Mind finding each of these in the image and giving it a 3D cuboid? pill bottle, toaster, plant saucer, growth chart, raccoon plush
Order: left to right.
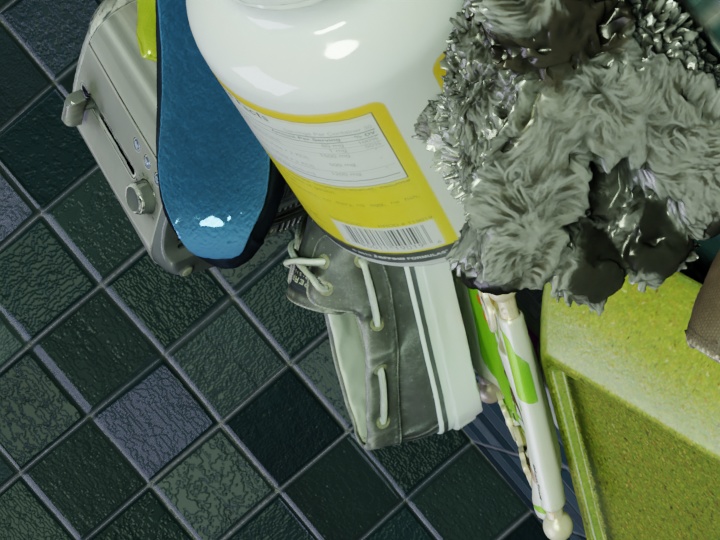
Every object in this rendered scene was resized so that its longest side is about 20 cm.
[{"bbox_3d":[-0.058,-0.094,1.110,0.129,0.199,0.114,52,145,22],"label":"toaster"},{"bbox_3d":[0.001,-0.091,0.786,0.112,0.112,0.200,47,175,31],"label":"pill bottle"},{"bbox_3d":[0.063,0.038,0.927,0.200,0.018,0.146,-111,6,-71],"label":"growth chart"},{"bbox_3d":[0.060,-0.085,0.661,0.134,0.096,0.201,-113,18,-56],"label":"raccoon plush"},{"bbox_3d":[0.146,0.100,0.834,0.199,0.048,0.201,31,147,48],"label":"plant saucer"}]

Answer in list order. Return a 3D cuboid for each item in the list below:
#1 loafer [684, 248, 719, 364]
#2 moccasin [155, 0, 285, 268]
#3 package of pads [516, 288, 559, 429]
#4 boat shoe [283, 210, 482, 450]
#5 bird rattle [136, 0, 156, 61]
[{"bbox_3d":[0.160,0.056,0.664,0.200,0.071,0.073,50,176,-27],"label":"loafer"},{"bbox_3d":[-0.058,-0.099,0.909,0.080,0.201,0.068,9,165,7],"label":"moccasin"},{"bbox_3d":[0.140,0.068,1.021,0.155,0.068,0.200,49,176,19],"label":"package of pads"},{"bbox_3d":[0.000,0.000,0.968,0.072,0.071,0.201,38,151,63],"label":"boat shoe"},{"bbox_3d":[-0.086,-0.183,1.034,0.200,0.113,0.163,51,-167,29],"label":"bird rattle"}]
